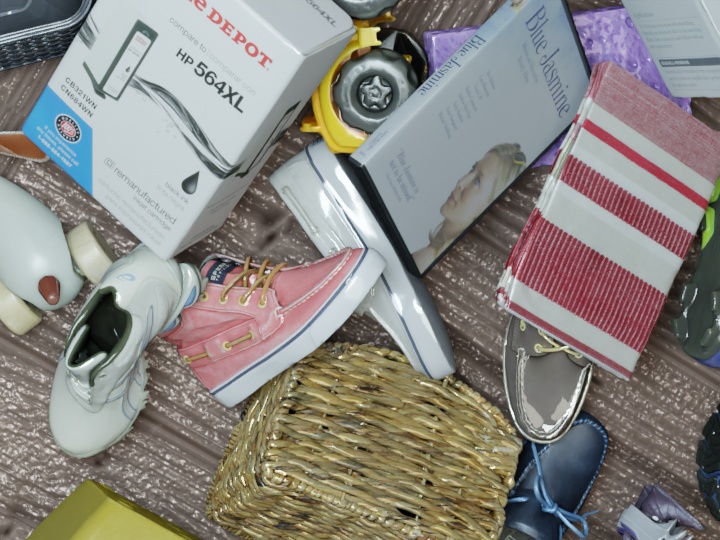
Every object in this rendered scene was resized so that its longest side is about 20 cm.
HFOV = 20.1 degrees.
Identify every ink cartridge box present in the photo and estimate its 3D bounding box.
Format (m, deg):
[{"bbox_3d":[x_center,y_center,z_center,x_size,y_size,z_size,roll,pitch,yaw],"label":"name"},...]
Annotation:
[{"bbox_3d":[-0.120,-0.132,1.392,0.146,0.084,0.200,42,123,8],"label":"ink cartridge box"}]

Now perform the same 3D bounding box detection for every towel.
[{"bbox_3d":[0.188,-0.036,1.505,0.144,0.023,0.201,29,82,-32],"label":"towel"}]

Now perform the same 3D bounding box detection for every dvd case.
[{"bbox_3d":[0.086,-0.102,1.448,0.200,0.018,0.143,-45,142,-12],"label":"dvd case"}]

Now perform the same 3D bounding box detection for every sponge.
[{"bbox_3d":[0.151,-0.138,1.538,0.199,0.030,0.112,-9,103,-9],"label":"sponge"}]

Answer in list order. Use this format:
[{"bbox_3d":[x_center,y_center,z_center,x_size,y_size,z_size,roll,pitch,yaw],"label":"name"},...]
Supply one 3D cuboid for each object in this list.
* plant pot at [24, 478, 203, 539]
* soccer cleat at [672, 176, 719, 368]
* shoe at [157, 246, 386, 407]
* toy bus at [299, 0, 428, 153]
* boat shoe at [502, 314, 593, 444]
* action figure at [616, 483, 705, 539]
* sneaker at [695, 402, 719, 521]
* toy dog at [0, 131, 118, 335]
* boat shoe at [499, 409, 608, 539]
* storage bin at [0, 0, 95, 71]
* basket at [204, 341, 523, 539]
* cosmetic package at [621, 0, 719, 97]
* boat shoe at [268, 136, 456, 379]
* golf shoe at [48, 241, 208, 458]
[{"bbox_3d":[-0.178,0.265,1.488,0.200,0.200,0.177,30,83,-13],"label":"plant pot"},{"bbox_3d":[0.303,-0.021,1.579,0.084,0.065,0.201,15,94,-42],"label":"soccer cleat"},{"bbox_3d":[-0.072,0.021,1.471,0.091,0.072,0.200,43,133,-10],"label":"shoe"},{"bbox_3d":[-0.050,-0.175,1.455,0.191,0.136,0.201,-5,104,5],"label":"toy bus"},{"bbox_3d":[0.151,0.034,1.541,0.072,0.060,0.201,11,91,0],"label":"boat shoe"},{"bbox_3d":[0.180,0.255,1.579,0.069,0.130,0.200,41,89,23],"label":"action figure"},{"bbox_3d":[0.332,0.112,1.594,0.078,0.075,0.200,25,97,-16],"label":"sneaker"},{"bbox_3d":[-0.259,-0.038,1.456,0.200,0.096,0.132,35,93,-14],"label":"toy dog"},{"bbox_3d":[0.135,0.203,1.579,0.084,0.069,0.200,28,92,-11],"label":"boat shoe"},{"bbox_3d":[-0.291,-0.205,1.405,0.199,0.094,0.136,-15,86,-7],"label":"storage bin"},{"bbox_3d":[0.003,0.147,1.552,0.199,0.149,0.143,23,62,-13],"label":"basket"},{"bbox_3d":[0.281,-0.261,1.472,0.199,0.123,0.200,-34,106,-14],"label":"cosmetic package"},{"bbox_3d":[0.000,0.000,1.508,0.066,0.072,0.200,-31,91,10],"label":"boat shoe"},{"bbox_3d":[-0.192,0.063,1.463,0.078,0.097,0.200,37,121,16],"label":"golf shoe"}]
